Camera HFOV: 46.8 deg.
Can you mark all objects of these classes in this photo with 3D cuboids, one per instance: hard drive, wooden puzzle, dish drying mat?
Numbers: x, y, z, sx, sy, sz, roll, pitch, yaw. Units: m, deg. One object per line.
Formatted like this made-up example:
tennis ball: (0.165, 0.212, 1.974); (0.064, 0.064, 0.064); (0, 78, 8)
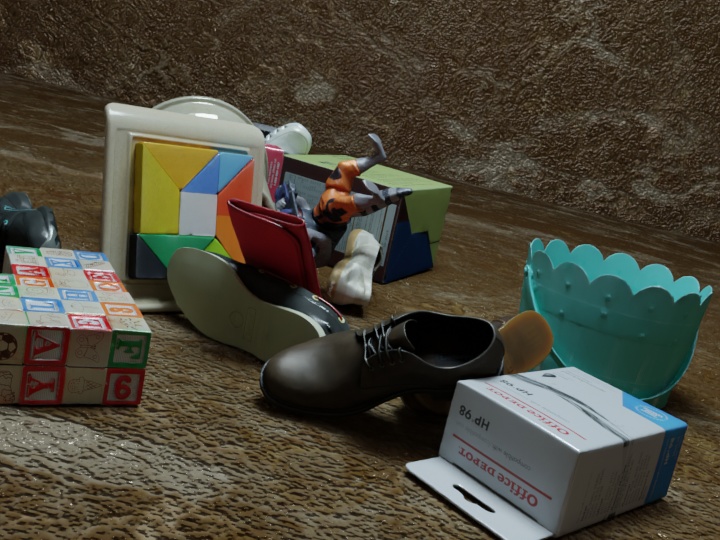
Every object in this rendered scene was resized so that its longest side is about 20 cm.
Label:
hard drive: (-0.299, -0.450, 2.737); (0.138, 0.038, 0.200); (12, 12, -5)
wooden puzzle: (-0.173, -0.060, 0.846); (0.184, 0.202, 0.037); (1, -1, -42)
dish drying mat: (-0.078, 0.000, 0.807); (0.076, 0.018, 0.201); (18, -26, 12)

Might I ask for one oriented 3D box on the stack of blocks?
stack of blocks: (-0.248, 0.037, 0.661); (0.114, 0.059, 0.200); (6, 15, -28)

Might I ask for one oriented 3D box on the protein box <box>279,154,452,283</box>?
protein box: (0.002, -0.085, 1.254); (0.198, 0.136, 0.198); (19, 15, 23)

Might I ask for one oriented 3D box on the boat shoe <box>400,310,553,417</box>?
boat shoe: (0.101, 0.091, 0.774); (0.199, 0.071, 0.070); (-12, -10, -44)

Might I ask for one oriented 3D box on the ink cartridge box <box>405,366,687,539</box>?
ink cartridge box: (0.143, 0.131, 0.627); (0.199, 0.067, 0.115); (1, 19, -44)

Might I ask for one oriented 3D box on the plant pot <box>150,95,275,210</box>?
plant pot: (-0.186, -0.084, 1.006); (0.199, 0.202, 0.184); (6, 26, -26)

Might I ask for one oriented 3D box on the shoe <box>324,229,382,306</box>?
shoe: (0.000, 0.000, 1.050); (0.053, 0.071, 0.200); (12, 21, 6)

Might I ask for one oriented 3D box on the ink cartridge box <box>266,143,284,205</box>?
ink cartridge box: (-0.219, -0.119, 1.155); (0.198, 0.147, 0.083); (9, 12, -17)

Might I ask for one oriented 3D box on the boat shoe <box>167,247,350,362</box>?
boat shoe: (-0.100, 0.035, 0.787); (0.200, 0.074, 0.063); (26, 19, 26)

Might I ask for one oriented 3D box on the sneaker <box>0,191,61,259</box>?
sneaker: (-0.360, -0.031, 0.852); (0.079, 0.076, 0.199); (-13, 19, -33)

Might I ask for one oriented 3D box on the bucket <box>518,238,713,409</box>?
bucket: (0.268, 0.057, 0.915); (0.205, 0.136, 0.207); (12, 12, -3)

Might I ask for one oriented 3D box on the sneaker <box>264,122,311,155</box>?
sneaker: (-0.146, -0.135, 1.253); (0.075, 0.200, 0.081); (40, 12, -24)

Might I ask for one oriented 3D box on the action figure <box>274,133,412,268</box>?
action figure: (-0.035, -0.044, 0.985); (0.104, 0.193, 0.201); (26, 37, -32)

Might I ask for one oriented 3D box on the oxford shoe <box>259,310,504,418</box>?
oxford shoe: (0.015, 0.064, 0.657); (0.198, 0.085, 0.073); (-10, 56, -1)
